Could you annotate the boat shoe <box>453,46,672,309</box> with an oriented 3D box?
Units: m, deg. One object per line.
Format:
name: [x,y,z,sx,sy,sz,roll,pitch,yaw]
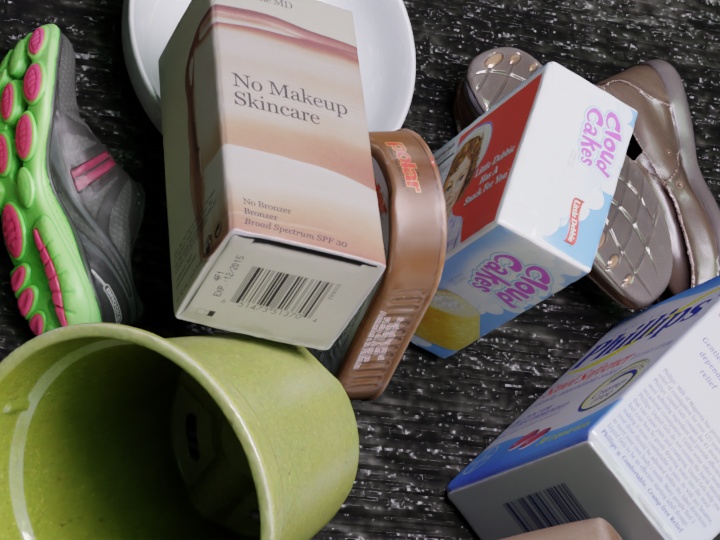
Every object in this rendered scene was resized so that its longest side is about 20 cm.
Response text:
boat shoe: [0.134,-0.058,1.657,0.076,0.072,0.200,-33,85,-28]

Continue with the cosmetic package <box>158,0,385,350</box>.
cosmetic package: [-0.054,-0.065,1.436,0.103,0.087,0.201,11,48,-24]

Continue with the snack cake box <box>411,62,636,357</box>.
snack cake box: [0.084,-0.034,1.539,0.067,0.200,0.115,28,64,-14]

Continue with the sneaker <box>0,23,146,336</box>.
sneaker: [-0.178,-0.050,1.500,0.084,0.077,0.201,-1,77,-46]

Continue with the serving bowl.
serving bowl: [-0.067,-0.140,1.581,0.199,0.066,0.201,9,70,-26]

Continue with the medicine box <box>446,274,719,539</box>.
medicine box: [0.185,0.103,1.569,0.200,0.182,0.103,-41,96,-31]

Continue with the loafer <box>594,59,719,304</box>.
loafer: [0.197,-0.047,1.696,0.071,0.073,0.201,-5,69,-23]

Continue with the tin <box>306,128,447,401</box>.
tin: [0.000,0.000,1.498,0.042,0.200,0.112,-6,54,-26]

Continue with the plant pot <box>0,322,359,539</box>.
plant pot: [-0.096,0.114,1.405,0.184,0.200,0.201,-18,82,-63]

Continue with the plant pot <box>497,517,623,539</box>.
plant pot: [0.091,0.230,1.436,0.174,0.200,0.201,-30,89,8]
